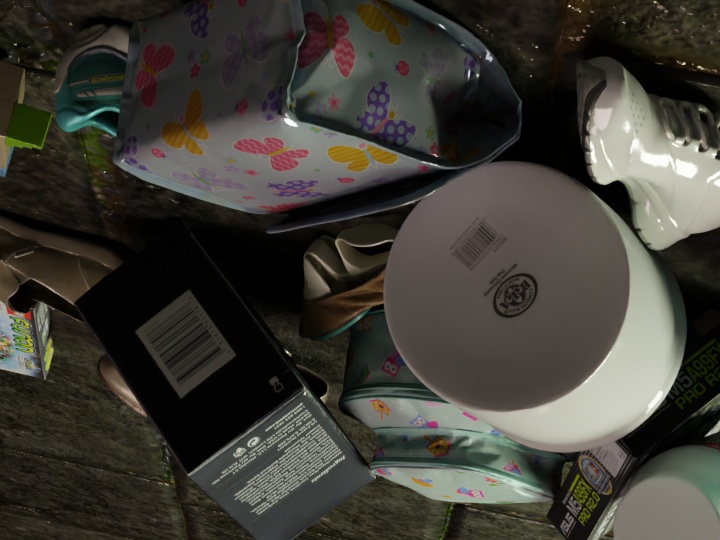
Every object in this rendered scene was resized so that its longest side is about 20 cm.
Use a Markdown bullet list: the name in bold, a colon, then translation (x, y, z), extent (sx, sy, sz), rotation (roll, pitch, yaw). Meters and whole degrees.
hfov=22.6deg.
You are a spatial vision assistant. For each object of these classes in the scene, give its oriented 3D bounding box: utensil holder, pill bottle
- **utensil holder**: translation (0.117, 0.028, 1.184), extent (0.169, 0.171, 0.200), rotation (5, 172, 18)
- **pill bottle**: translation (0.257, 0.180, 1.331), extent (0.110, 0.111, 0.200), rotation (0, -178, 28)

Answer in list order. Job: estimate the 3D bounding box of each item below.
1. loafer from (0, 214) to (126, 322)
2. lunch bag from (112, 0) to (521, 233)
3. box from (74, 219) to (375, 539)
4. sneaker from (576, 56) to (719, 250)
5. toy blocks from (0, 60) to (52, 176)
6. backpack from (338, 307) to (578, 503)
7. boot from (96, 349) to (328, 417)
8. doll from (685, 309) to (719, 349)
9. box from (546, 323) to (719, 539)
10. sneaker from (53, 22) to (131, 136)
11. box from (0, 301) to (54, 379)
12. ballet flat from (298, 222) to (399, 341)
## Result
- **loafer**: translation (-0.297, -0.003, 1.527), extent (0.199, 0.069, 0.076), rotation (12, 157, 3)
- **lunch bag**: translation (-0.021, -0.093, 1.103), extent (0.200, 0.128, 0.169), rotation (17, 161, -42)
- **box**: translation (-0.108, 0.099, 1.475), extent (0.197, 0.117, 0.200), rotation (52, 178, 32)
- **sneaker**: translation (0.189, -0.080, 1.109), extent (0.087, 0.075, 0.200), rotation (-12, 155, 25)
- **toy blocks**: translation (-0.314, -0.121, 1.255), extent (0.199, 0.100, 0.137), rotation (16, 168, -9)
- **backpack**: translation (0.080, 0.108, 1.481), extent (0.175, 0.154, 0.200), rotation (-4, 150, 44)
- **boot**: translation (-0.131, 0.100, 1.694), extent (0.199, 0.071, 0.146), rotation (21, 150, -21)
- **doll**: translation (0.211, 0.048, 1.393), extent (0.136, 0.049, 0.200), rotation (-15, 152, 12)
- **box**: translation (0.233, 0.128, 1.413), extent (0.044, 0.160, 0.200), rotation (47, 157, 18)
- **sneaker**: translation (-0.117, -0.090, 1.216), extent (0.199, 0.080, 0.077), rotation (23, 155, -24)
- **box**: translation (-0.351, 0.044, 1.709), extent (0.110, 0.035, 0.200), rotation (13, 157, -1)
- **ballet flat**: translation (0.000, 0.000, 1.395), extent (0.072, 0.068, 0.200), rotation (45, 146, -18)
